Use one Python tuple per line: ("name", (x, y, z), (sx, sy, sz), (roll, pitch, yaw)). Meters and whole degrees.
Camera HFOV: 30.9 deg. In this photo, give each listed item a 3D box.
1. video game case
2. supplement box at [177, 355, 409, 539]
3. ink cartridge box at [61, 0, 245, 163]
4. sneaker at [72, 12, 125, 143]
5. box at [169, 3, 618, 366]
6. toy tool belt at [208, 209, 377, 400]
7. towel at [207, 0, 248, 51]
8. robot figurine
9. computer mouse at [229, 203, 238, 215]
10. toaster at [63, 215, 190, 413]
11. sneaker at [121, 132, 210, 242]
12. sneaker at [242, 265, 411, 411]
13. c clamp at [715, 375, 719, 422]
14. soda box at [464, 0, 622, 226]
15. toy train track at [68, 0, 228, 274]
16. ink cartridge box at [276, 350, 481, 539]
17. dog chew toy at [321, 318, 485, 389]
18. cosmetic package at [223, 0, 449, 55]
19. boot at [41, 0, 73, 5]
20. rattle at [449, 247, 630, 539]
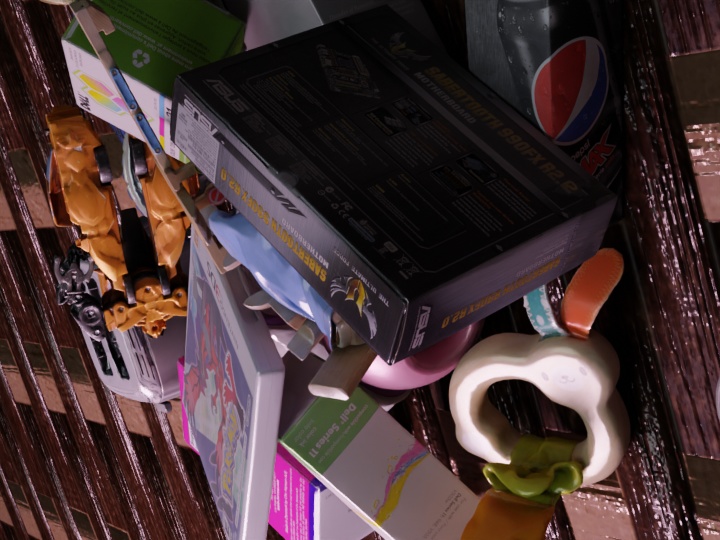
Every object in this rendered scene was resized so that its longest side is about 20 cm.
("video game case", (-0.098, 0.086, 0.951), (0.183, 0.023, 0.201), (-118, 28, -46))
("supplement box", (-0.061, 0.142, 1.123), (0.200, 0.101, 0.104), (37, 139, 36))
("ink cartridge box", (-0.187, -0.167, 0.914), (0.199, 0.076, 0.148), (28, 168, -3))
("sneaker", (-0.206, -0.161, 1.152), (0.078, 0.075, 0.202), (-13, 99, 60))
("box", (0.015, -0.057, 0.711), (0.200, 0.158, 0.049), (44, 141, 27))
("toy tool belt", (-0.038, -0.013, 0.794), (0.200, 0.123, 0.125), (36, 170, 38))
("towel", (-0.143, -0.226, 0.968), (0.149, 0.031, 0.200), (44, 178, 30))
("robot figurine", (-0.182, -0.039, 1.041), (0.058, 0.144, 0.202), (-125, 26, -59))
("computer mouse", (-0.076, -0.046, 1.049), (0.140, 0.046, 0.201), (45, 150, 25))
("toaster", (-0.186, 0.026, 1.195), (0.113, 0.129, 0.202), (4, 115, 52))
("sneaker", (-0.159, -0.121, 1.076), (0.085, 0.076, 0.202), (3, 107, 66))
("sneaker", (-0.054, 0.053, 1.040), (0.200, 0.075, 0.100), (40, 147, 3))
("c clamp", (0.267, 0.110, 0.704), (0.170, 0.027, 0.201), (-12, 101, 57))
("soda box", (0.106, -0.115, 0.747), (0.071, 0.063, 0.202), (25, 131, 45))
("toy train track", (-0.122, -0.087, 0.829), (0.201, 0.032, 0.115), (63, 172, -31))
("ink cartridge box", (0.015, 0.150, 0.956), (0.200, 0.067, 0.117), (44, 172, -19))
("dog chew toy", (0.000, 0.000, 0.929), (0.200, 0.124, 0.125), (36, 138, 48))
("cosmetic package", (-0.029, -0.184, 0.872), (0.201, 0.090, 0.107), (60, 151, 2))
("boot", (-0.228, -0.316, 1.025), (0.201, 0.072, 0.156), (-98, 16, -48))
("rattle", (0.101, 0.095, 0.814), (0.130, 0.143, 0.201), (41, 144, 19))
